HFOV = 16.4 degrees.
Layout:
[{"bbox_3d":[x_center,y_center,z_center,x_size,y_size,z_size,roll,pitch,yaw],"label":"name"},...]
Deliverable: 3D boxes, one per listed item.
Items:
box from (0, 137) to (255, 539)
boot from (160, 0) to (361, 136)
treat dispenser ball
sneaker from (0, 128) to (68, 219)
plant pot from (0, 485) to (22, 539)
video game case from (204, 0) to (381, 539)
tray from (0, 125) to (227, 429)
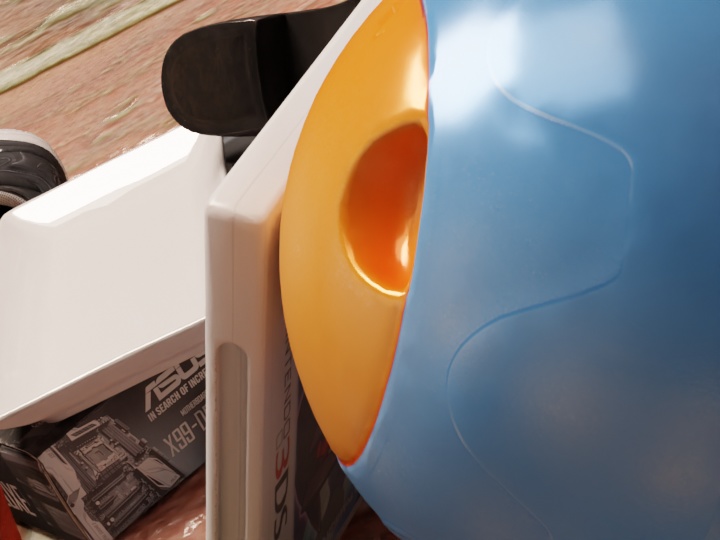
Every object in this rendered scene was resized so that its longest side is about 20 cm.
[{"bbox_3d":[-0.080,0.021,1.002,0.200,0.050,0.157,-39,25,-23],"label":"box"},{"bbox_3d":[0.047,-0.080,1.017,0.187,0.069,0.200,-7,3,32],"label":"boot"},{"bbox_3d":[0.078,-0.003,0.663,0.200,0.201,0.201,-25,23,11],"label":"treat dispenser ball"},{"bbox_3d":[-0.222,0.002,1.178,0.199,0.076,0.114,-31,20,-9],"label":"sneaker"},{"bbox_3d":[-0.199,0.119,0.773,0.175,0.201,0.200,-16,24,4],"label":"plant pot"},{"bbox_3d":[0.000,0.000,0.803,0.023,0.183,0.200,15,40,16],"label":"video game case"},{"bbox_3d":[-0.094,0.001,0.966,0.107,0.022,0.200,-27,24,6],"label":"tray"}]
